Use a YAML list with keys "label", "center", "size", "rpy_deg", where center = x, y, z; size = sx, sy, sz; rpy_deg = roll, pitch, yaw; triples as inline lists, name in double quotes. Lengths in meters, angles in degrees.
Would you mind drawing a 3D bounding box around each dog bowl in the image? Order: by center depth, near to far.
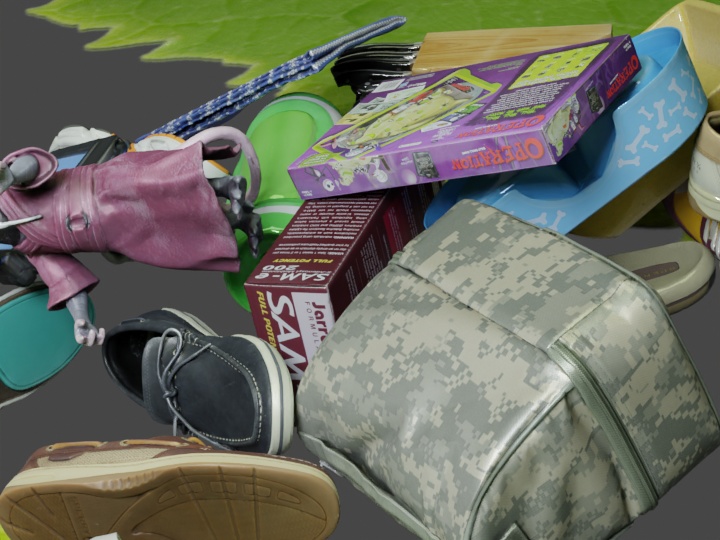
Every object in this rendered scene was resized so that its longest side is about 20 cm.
- label: "dog bowl"
  center: [0.133, -0.072, 1.058]
  size: [0.199, 0.050, 0.112]
  rpy_deg: [-38, 16, 10]

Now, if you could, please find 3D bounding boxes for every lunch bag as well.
- label: "lunch bag"
  center: [0.070, 0.074, 0.921]
  size: [0.167, 0.140, 0.200]
  rpy_deg: [-39, 37, -13]

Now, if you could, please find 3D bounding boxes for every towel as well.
- label: "towel"
  center: [-0.072, -0.142, 1.316]
  size: [0.199, 0.024, 0.145]
  rpy_deg: [-22, 8, 36]

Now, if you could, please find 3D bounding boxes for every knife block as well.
- label: "knife block"
  center: [0.082, -0.156, 1.349]
  size: [0.199, 0.065, 0.175]
  rpy_deg: [-26, 36, -24]

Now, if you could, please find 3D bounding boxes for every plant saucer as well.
- label: "plant saucer"
  center: [0.194, -0.098, 1.159]
  size: [0.199, 0.049, 0.200]
  rpy_deg: [-39, 17, 2]

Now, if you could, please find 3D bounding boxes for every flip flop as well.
- label: "flip flop"
  center: [0.127, 0.010, 1.073]
  size: [0.198, 0.058, 0.081]
  rpy_deg: [-15, 31, 8]

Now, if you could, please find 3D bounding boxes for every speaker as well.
- label: "speaker"
  center: [-0.050, -0.050, 1.199]
  size: [0.087, 0.089, 0.201]
  rpy_deg: [-5, 32, 7]

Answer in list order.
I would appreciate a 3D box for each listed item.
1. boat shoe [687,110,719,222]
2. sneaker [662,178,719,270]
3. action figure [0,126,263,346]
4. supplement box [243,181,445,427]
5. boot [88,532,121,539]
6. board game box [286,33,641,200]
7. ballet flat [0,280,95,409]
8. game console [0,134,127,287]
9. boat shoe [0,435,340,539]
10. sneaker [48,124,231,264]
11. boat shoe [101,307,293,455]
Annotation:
- label: "boat shoe"
  center: [0.299, -0.063, 1.019]
  size: [0.198, 0.067, 0.074]
  rpy_deg: [1, 39, 13]
- label: "sneaker"
  center: [0.254, -0.021, 1.079]
  size: [0.090, 0.076, 0.199]
  rpy_deg: [-24, 33, -31]
- label: "action figure"
  center: [-0.165, -0.045, 1.036]
  size: [0.198, 0.135, 0.150]
  rpy_deg: [-3, 36, 4]
- label: "supplement box"
  center: [0.000, 0.000, 1.082]
  size: [0.060, 0.110, 0.200]
  rpy_deg: [1, 33, 23]
- label: "boot"
  center: [-0.140, 0.212, 0.835]
  size: [0.090, 0.073, 0.200]
  rpy_deg: [-23, 25, -7]
- label: "board game box"
  center: [0.062, -0.093, 1.033]
  size: [0.199, 0.033, 0.120]
  rpy_deg: [-5, 25, 42]
- label: "ballet flat"
  center: [-0.256, 0.068, 1.097]
  size: [0.069, 0.070, 0.200]
  rpy_deg: [11, 38, 30]
- label: "game console"
  center: [-0.273, -0.049, 1.151]
  size: [0.171, 0.118, 0.200]
  rpy_deg: [-55, 20, -15]
- label: "boat shoe"
  center: [-0.106, 0.121, 0.961]
  size: [0.198, 0.073, 0.072]
  rpy_deg: [-5, 30, 14]
- label: "sneaker"
  center: [-0.186, -0.052, 1.254]
  size: [0.199, 0.076, 0.093]
  rpy_deg: [5, 65, 49]
- label: "boat shoe"
  center: [-0.100, 0.069, 1.018]
  size: [0.062, 0.075, 0.199]
  rpy_deg: [-6, 15, -31]
